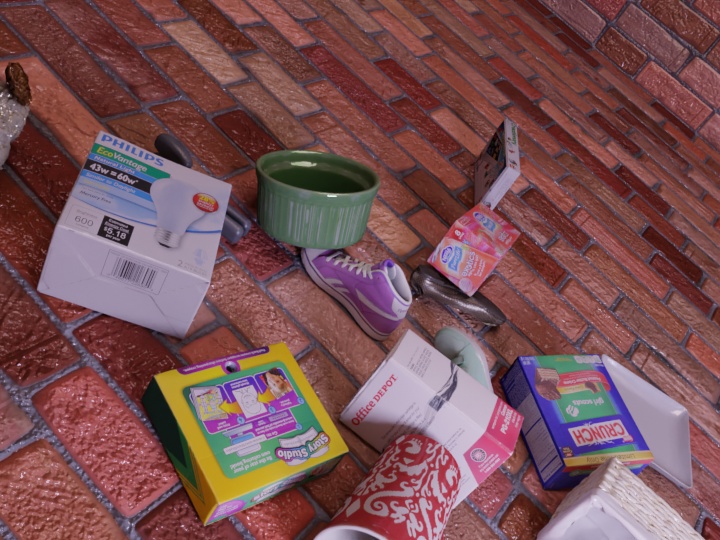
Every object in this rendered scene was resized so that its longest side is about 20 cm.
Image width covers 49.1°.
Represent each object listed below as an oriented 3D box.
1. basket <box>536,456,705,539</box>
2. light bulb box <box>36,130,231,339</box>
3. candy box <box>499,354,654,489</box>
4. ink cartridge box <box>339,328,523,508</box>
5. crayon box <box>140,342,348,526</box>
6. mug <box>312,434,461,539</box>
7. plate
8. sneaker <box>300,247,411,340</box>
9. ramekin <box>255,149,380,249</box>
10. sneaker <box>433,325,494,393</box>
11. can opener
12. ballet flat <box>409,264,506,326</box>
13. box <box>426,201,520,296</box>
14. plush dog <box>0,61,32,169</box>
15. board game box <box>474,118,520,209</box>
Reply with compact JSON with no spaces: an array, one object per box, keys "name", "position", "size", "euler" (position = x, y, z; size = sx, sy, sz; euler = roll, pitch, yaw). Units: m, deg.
[{"name":"basket","position":[0.369,0.382,1.093],"size":[0.200,0.136,0.123],"euler":[43,34,10]},{"name":"light bulb box","position":[-0.290,-0.048,1.038],"size":[0.196,0.125,0.201],"euler":[21,40,-18]},{"name":"candy box","position":[0.338,0.234,1.251],"size":[0.167,0.077,0.202],"euler":[1,49,-23]},{"name":"ink cartridge box","position":[0.093,0.198,1.058],"size":[0.199,0.145,0.084],"euler":[38,35,2]},{"name":"crayon box","position":[-0.138,0.189,0.960],"size":[0.199,0.058,0.173],"euler":[-10,58,-44]},{"name":"mug","position":[0.041,0.314,0.943],"size":[0.132,0.180,0.200],"euler":[6,25,23]},{"name":"plate","position":[0.495,0.267,1.395],"size":[0.198,0.032,0.201],"euler":[34,37,-4]},{"name":"sneaker","position":[0.001,0.000,1.226],"size":[0.200,0.115,0.072],"euler":[43,39,11]},{"name":"ramekin","position":[-0.073,-0.112,1.251],"size":[0.197,0.099,0.201],"euler":[8,25,-4]},{"name":"sneaker","position":[0.136,0.165,1.182],"size":[0.117,0.074,0.202],"euler":[9,47,-40]},{"name":"can opener","position":[-0.250,-0.123,1.206],"size":[0.200,0.067,0.053],"euler":[42,36,0]},{"name":"ballet flat","position":[0.168,0.051,1.367],"size":[0.198,0.047,0.068],"euler":[26,19,-22]},{"name":"box","position":[0.206,-0.044,1.416],"size":[0.102,0.095,0.200],"euler":[39,24,9]},{"name":"plush dog","position":[-0.491,-0.181,1.013],"size":[0.161,0.198,0.173],"euler":[54,37,-33]},{"name":"board game box","position":[0.287,-0.220,1.675],"size":[0.034,0.127,0.201],"euler":[25,39,-12]}]
